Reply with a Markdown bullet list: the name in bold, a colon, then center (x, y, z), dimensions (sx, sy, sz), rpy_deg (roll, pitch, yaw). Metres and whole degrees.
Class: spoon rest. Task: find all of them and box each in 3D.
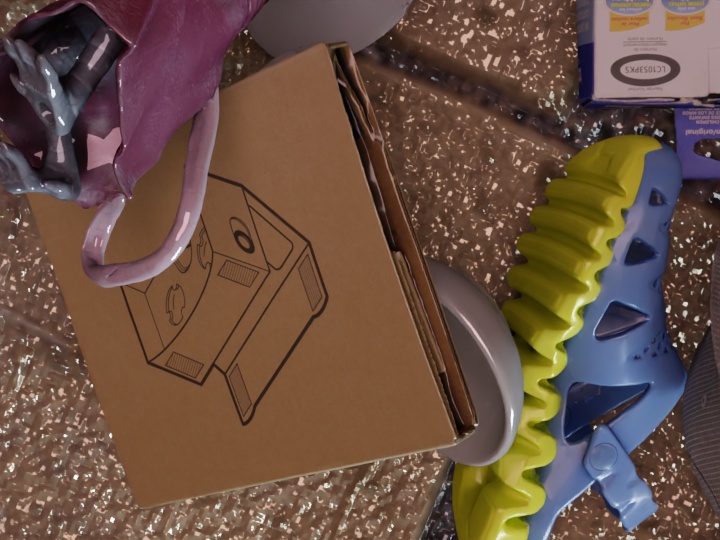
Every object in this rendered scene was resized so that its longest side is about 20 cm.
- **spoon rest**: center (0.000, 0.000, 0.801), dimensions (0.061, 0.099, 0.200), rpy_deg (-27, 71, -26)

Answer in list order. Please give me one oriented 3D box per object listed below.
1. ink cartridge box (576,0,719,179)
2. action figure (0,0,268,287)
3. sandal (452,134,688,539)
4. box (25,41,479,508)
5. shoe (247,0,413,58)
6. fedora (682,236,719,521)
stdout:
- **ink cartridge box**: center (0.161, -0.139, 0.806), dimensions (0.136, 0.076, 0.201), rpy_deg (0, 93, 3)
- **action figure**: center (-0.055, -0.110, 0.718), dimensions (0.200, 0.134, 0.149), rpy_deg (-49, 120, -31)
- **sandal**: center (0.105, 0.038, 0.820), dimensions (0.087, 0.080, 0.201), rpy_deg (11, 108, -14)
- **box**: center (-0.053, 0.009, 0.792), dimensions (0.200, 0.021, 0.164), rpy_deg (-17, 93, 43)
- **shoe**: center (0.025, -0.177, 0.814), dimensions (0.071, 0.091, 0.200), rpy_deg (37, 124, -4)
- **fedora**: center (0.197, 0.066, 0.784), dimensions (0.176, 0.090, 0.201), rpy_deg (18, 51, -22)
